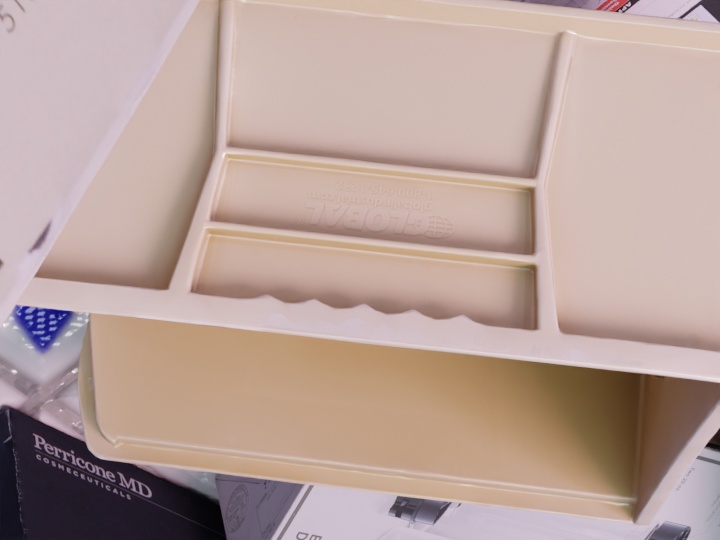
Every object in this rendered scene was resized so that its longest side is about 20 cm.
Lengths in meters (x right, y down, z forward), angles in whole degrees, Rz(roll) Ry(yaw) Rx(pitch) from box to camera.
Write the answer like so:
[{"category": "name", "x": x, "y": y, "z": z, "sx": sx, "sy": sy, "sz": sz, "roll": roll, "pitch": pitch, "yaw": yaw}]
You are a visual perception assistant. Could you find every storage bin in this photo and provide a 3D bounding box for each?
[{"category": "storage bin", "x": 0.000, "y": 0.000, "z": 0.638, "sx": 0.197, "sy": 0.094, "sz": 0.200, "roll": 6, "pitch": 165, "yaw": 2}]

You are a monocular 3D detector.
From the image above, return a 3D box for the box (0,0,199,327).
[{"category": "box", "x": -0.156, "y": -0.049, "z": 0.507, "sx": 0.199, "sy": 0.128, "sz": 0.109, "roll": -6, "pitch": 135, "yaw": 39}]

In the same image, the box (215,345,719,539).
[{"category": "box", "x": 0.061, "y": 0.079, "z": 0.824, "sx": 0.199, "sy": 0.060, "sz": 0.117, "roll": 15, "pitch": 122, "yaw": -24}]

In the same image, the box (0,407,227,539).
[{"category": "box", "x": -0.065, "y": 0.177, "z": 0.790, "sx": 0.199, "sy": 0.183, "sz": 0.104, "roll": 30, "pitch": 116, "yaw": -31}]

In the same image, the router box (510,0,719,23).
[{"category": "router box", "x": 0.131, "y": -0.109, "z": 0.660, "sx": 0.200, "sy": 0.049, "sz": 0.179, "roll": -38, "pitch": 150, "yaw": 15}]
